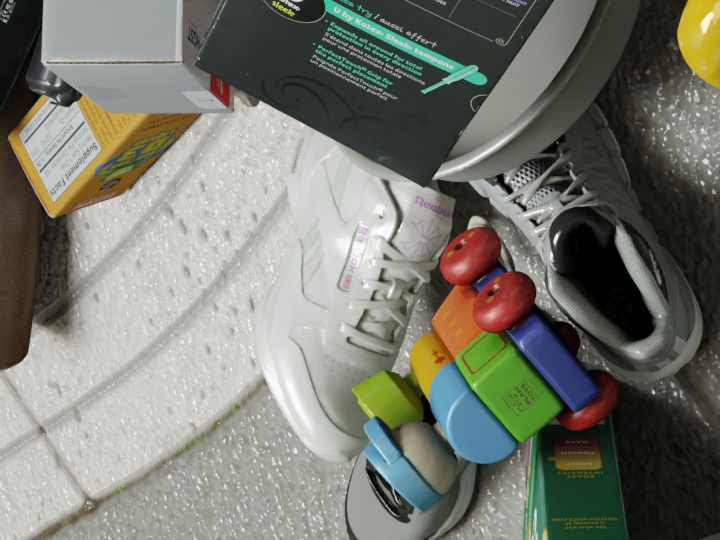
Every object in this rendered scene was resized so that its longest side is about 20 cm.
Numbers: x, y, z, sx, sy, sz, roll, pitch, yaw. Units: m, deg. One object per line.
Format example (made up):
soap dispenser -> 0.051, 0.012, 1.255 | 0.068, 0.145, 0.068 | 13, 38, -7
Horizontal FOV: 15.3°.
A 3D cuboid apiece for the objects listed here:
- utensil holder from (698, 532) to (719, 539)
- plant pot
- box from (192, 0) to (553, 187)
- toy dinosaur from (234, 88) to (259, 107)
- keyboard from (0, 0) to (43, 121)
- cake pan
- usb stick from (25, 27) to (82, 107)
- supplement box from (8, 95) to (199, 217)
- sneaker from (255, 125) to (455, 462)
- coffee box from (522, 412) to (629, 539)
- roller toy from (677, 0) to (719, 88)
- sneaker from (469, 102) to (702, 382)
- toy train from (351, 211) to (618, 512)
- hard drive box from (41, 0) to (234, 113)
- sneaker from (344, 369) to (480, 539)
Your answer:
utensil holder -> 0.221, 0.219, 1.217 | 0.169, 0.169, 0.202 | -12, 92, 51
plant pot -> -0.279, -0.063, 1.709 | 0.186, 0.186, 0.201 | 30, 110, 39
box -> 0.030, -0.160, 1.136 | 0.124, 0.149, 0.200 | 27, 150, -4
toy dinosaur -> -0.024, -0.148, 1.440 | 0.106, 0.060, 0.200 | 46, 126, 15
keyboard -> -0.201, -0.163, 1.618 | 0.104, 0.040, 0.201 | 28, 96, 22
cake pan -> 0.061, -0.130, 1.300 | 0.200, 0.037, 0.202 | -25, 53, 37
usb stick -> -0.146, -0.191, 1.531 | 0.055, 0.032, 0.201 | -154, 83, -73
supplement box -> -0.134, -0.108, 1.588 | 0.200, 0.066, 0.069 | -38, 76, 50
sneaker -> 0.000, 0.000, 1.417 | 0.099, 0.075, 0.202 | -15, 65, 47
coffee box -> 0.105, 0.145, 1.323 | 0.200, 0.044, 0.124 | -87, -2, -68
roller toy -> 0.213, -0.161, 1.061 | 0.140, 0.199, 0.183 | 49, 128, 26
sneaker -> 0.098, -0.039, 1.294 | 0.075, 0.115, 0.201 | -37, 80, 7
toy train -> 0.044, 0.042, 1.347 | 0.085, 0.116, 0.200 | 49, -177, -21
hard drive box -> -0.114, -0.193, 1.415 | 0.076, 0.156, 0.202 | 1, 85, 7
sneaker -> 0.032, 0.093, 1.459 | 0.074, 0.079, 0.200 | 53, 139, 19
